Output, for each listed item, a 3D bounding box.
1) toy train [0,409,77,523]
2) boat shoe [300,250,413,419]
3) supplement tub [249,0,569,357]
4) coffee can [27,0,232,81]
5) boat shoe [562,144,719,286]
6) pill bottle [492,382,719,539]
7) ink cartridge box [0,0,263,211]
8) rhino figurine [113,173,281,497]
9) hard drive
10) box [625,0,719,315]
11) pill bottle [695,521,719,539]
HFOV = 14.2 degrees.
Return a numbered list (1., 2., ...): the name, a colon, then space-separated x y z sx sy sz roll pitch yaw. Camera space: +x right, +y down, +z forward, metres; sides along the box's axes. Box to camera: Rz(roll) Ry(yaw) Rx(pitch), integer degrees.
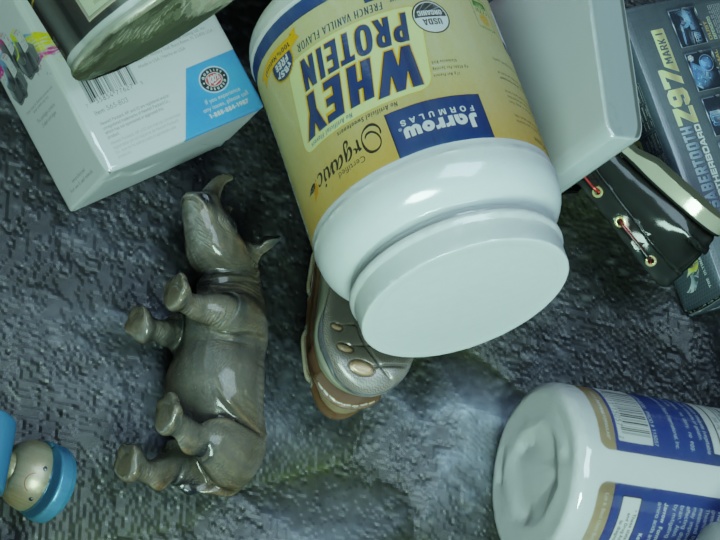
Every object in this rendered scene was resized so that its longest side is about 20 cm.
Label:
1. toy train: -0.218 0.163 1.534 0.115 0.084 0.201 24 60 -33
2. boat shoe: 0.000 0.000 1.715 0.075 0.072 0.201 21 51 -9
3. supplement tub: 0.029 -0.067 1.634 0.144 0.145 0.201 -3 58 -29
4. coffee can: -0.149 -0.227 1.595 0.146 0.146 0.201 -30 86 -33
5. boat shoe: 0.138 -0.075 1.814 0.201 0.063 0.074 45 12 9
6. pill bottle: 0.188 0.134 1.736 0.199 0.111 0.112 10 66 -25
7. ink cartridge box: -0.159 -0.151 1.689 0.115 0.068 0.201 -25 84 -32
8. rhino figurine: -0.087 0.036 1.657 0.087 0.060 0.201 26 58 -39
9. hard drive: 0.097 -0.103 1.727 0.026 0.200 0.133 4 69 -28
10. box: 0.250 -0.084 1.891 0.157 0.051 0.201 -14 79 -32
11. pill bottle: 0.178 0.241 1.620 0.112 0.112 0.200 39 63 -9
